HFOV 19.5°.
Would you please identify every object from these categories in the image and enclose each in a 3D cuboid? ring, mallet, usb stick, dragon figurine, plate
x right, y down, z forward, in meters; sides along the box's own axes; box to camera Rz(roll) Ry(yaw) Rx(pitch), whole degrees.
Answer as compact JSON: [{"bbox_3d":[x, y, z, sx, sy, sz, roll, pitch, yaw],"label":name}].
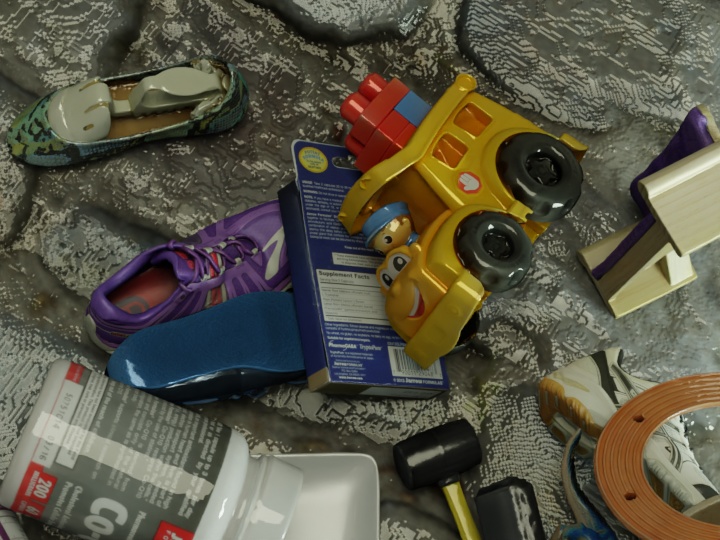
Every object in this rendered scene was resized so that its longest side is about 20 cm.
[{"bbox_3d":[0.268,0.144,1.506,0.199,0.019,0.201,-3,38,2],"label":"ring"},{"bbox_3d":[0.078,0.215,1.592,0.065,0.041,0.201,-11,74,-12],"label":"mallet"},{"bbox_3d":[0.126,0.253,1.549,0.032,0.055,0.202,-2,74,-43],"label":"usb stick"},{"bbox_3d":[0.195,0.225,1.584,0.099,0.059,0.202,2,73,-8],"label":"dragon figurine"},{"bbox_3d":[-0.083,0.236,1.566,0.198,0.032,0.201,0,69,-6],"label":"plate"}]

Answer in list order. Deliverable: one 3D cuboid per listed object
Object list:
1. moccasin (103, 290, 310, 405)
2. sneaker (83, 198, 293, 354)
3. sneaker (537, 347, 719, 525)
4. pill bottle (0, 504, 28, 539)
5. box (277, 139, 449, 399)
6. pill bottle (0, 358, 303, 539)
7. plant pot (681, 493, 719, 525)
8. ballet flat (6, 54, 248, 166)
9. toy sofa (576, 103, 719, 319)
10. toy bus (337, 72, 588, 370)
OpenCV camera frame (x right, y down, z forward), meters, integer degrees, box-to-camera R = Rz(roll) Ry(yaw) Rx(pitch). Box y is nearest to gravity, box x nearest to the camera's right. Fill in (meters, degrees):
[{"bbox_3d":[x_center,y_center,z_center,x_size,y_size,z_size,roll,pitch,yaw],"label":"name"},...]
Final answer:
[{"bbox_3d":[-0.108,0.061,1.603,0.199,0.068,0.081,-5,65,-28],"label":"moccasin"},{"bbox_3d":[-0.121,0.003,1.624,0.199,0.084,0.081,-30,75,-17],"label":"sneaker"},{"bbox_3d":[0.227,0.128,1.596,0.087,0.076,0.200,-29,55,-24],"label":"sneaker"},{"bbox_3d":[-0.292,0.215,1.509,0.112,0.112,0.201,-28,74,-15],"label":"pill bottle"},{"bbox_3d":[0.000,0.000,1.638,0.120,0.032,0.202,6,66,-37],"label":"box"},{"bbox_3d":[-0.149,0.152,1.506,0.199,0.114,0.115,23,68,-6],"label":"pill bottle"},{"bbox_3d":[0.305,0.286,1.486,0.199,0.185,0.201,-8,36,6],"label":"plant pot"},{"bbox_3d":[-0.187,-0.135,1.678,0.198,0.074,0.075,-15,71,-11],"label":"ballet flat"},{"bbox_3d":[0.230,-0.043,1.618,0.082,0.200,0.098,-26,80,-14],"label":"toy sofa"},{"bbox_3d":[0.052,-0.056,1.608,0.192,0.136,0.200,37,53,-1],"label":"toy bus"}]
